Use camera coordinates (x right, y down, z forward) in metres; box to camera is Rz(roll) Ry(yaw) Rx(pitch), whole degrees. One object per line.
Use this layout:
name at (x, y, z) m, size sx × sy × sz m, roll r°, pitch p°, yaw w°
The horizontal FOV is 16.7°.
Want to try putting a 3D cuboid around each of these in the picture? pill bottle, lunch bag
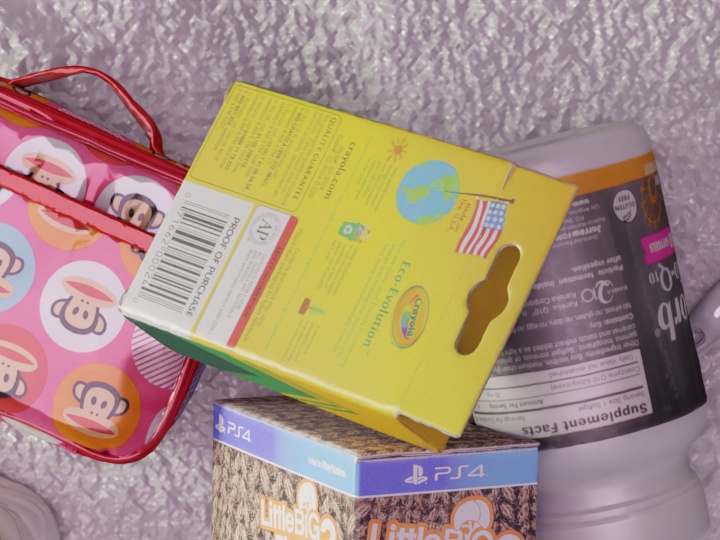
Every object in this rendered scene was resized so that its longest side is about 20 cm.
pill bottle at (0.103, 0.036, 1.182) m, size 0.115 × 0.116 × 0.202 m, roll -13°, pitch 95°, yaw 6°
lunch bag at (-0.157, -0.015, 1.220) m, size 0.199 × 0.082 × 0.177 m, roll 23°, pitch 93°, yaw 0°

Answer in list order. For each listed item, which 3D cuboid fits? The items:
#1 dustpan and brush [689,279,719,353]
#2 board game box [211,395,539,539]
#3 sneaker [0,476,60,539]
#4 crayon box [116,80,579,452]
dustpan and brush at (0.224, -0.035, 1.202) m, size 0.139 × 0.057 × 0.200 m, roll 41°, pitch 91°, yaw 1°
board game box at (0.002, 0.170, 1.170) m, size 0.096 × 0.159 × 0.202 m, roll -2°, pitch 96°, yaw -28°
sneaker at (-0.252, 0.120, 1.227) m, size 0.198 × 0.099 × 0.079 m, roll 14°, pitch 97°, yaw 3°
crayon box at (0.000, 0.000, 1.109) m, size 0.199 × 0.051 × 0.128 m, roll 20°, pitch 77°, yaw 35°
